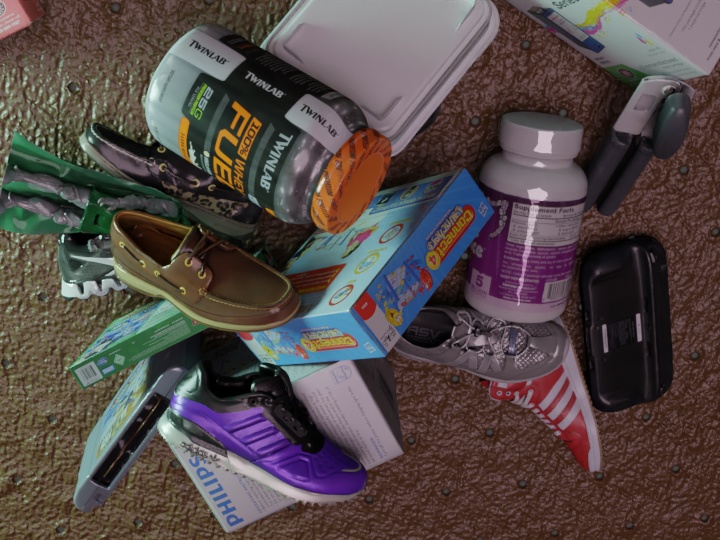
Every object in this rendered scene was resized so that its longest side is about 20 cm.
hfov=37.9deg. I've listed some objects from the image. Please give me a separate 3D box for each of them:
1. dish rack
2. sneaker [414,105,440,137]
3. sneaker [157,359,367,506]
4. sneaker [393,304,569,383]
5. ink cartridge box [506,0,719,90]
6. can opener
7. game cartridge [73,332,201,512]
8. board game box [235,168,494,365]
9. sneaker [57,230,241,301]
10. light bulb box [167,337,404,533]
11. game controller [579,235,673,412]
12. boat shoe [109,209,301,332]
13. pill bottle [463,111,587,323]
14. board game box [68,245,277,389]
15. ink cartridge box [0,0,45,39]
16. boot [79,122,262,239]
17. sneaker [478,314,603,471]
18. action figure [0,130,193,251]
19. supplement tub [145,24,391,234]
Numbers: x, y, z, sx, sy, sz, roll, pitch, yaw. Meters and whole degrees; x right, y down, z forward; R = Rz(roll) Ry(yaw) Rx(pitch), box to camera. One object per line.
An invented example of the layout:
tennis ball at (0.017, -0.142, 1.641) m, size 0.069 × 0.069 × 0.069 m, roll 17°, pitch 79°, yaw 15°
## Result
dish rack at (0.018, -0.223, 0.981) m, size 0.171 × 0.044 × 0.200 m, roll 38°, pitch 81°, yaw 5°
sneaker at (0.002, -0.125, 1.031) m, size 0.199 × 0.087 × 0.074 m, roll -23°, pitch 133°, yaw -17°
sneaker at (-0.077, 0.140, 0.954) m, size 0.200 × 0.070 × 0.100 m, roll 22°, pitch 103°, yaw -7°
sneaker at (0.118, 0.076, 1.104) m, size 0.199 × 0.082 × 0.075 m, roll 2°, pitch 78°, yaw 18°
ink cartridge box at (0.233, -0.261, 0.977) m, size 0.200 × 0.145 × 0.088 m, roll 33°, pitch 86°, yaw -14°
can opener at (0.267, -0.112, 1.036) m, size 0.053 × 0.067 × 0.200 m, roll 11°, pitch 144°, yaw -7°
game cartridge at (-0.239, 0.149, 1.124) m, size 0.041 × 0.133 × 0.200 m, roll 32°, pitch 105°, yaw -22°
board game box at (0.000, 0.000, 1.003) m, size 0.056 × 0.200 × 0.196 m, roll 51°, pitch 58°, yaw -20°
sneaker at (-0.227, -0.028, 1.094) m, size 0.199 × 0.067 × 0.091 m, roll -10°, pitch 113°, yaw 4°
light bulb box at (-0.074, 0.139, 1.094) m, size 0.200 × 0.198 × 0.125 m, roll -26°, pitch 107°, yaw 8°
game controller at (0.296, 0.063, 1.162) m, size 0.104 × 0.042 × 0.201 m, roll -12°, pitch 111°, yaw -8°
boat shoe at (-0.148, -0.002, 0.952) m, size 0.200 × 0.072 × 0.068 m, roll 19°, pitch 142°, yaw 22°
pill bottle at (0.172, -0.057, 1.077) m, size 0.112 × 0.112 × 0.201 m, roll 4°, pitch 110°, yaw -4°
board game box at (-0.188, 0.045, 1.076) m, size 0.200 × 0.135 × 0.029 m, roll -26°, pitch 102°, yaw 14°
ink cartridge box at (-0.402, -0.303, 0.980) m, size 0.116 × 0.068 × 0.200 m, roll -24°, pitch 112°, yaw 6°
boot at (-0.162, -0.134, 1.052) m, size 0.200 × 0.073 × 0.151 m, roll 29°, pitch 108°, yaw -17°
sneaker at (0.200, 0.148, 1.179) m, size 0.112 × 0.071 × 0.201 m, roll -20°, pitch 103°, yaw 1°
action figure at (-0.249, -0.056, 1.021) m, size 0.199 × 0.055 × 0.118 m, roll 14°, pitch 132°, yaw -18°
supplement tub at (-0.079, -0.122, 0.925) m, size 0.200 × 0.122 × 0.123 m, roll 32°, pitch 109°, yaw 17°
